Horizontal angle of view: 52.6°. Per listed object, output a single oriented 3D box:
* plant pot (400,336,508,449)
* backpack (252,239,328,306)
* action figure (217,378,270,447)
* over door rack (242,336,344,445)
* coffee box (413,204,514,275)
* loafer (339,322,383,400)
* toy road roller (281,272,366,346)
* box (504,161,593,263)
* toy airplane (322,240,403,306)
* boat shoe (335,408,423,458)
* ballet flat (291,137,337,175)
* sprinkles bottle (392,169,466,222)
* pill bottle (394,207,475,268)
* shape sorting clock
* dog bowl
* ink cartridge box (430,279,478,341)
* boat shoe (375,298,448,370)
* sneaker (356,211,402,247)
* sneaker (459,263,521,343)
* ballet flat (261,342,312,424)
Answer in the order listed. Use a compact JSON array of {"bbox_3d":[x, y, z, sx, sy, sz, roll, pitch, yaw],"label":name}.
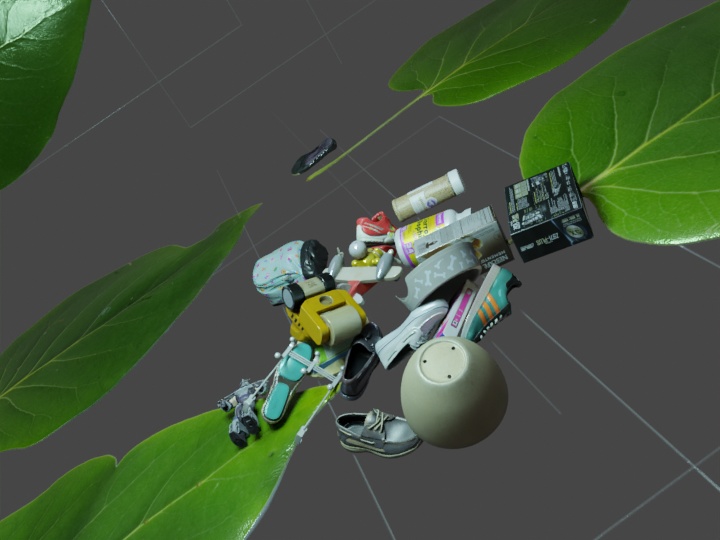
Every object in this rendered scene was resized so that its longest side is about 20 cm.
[{"bbox_3d":[0.158,0.196,1.302,0.197,0.135,0.202,-9,51,11],"label":"plant pot"},{"bbox_3d":[-0.192,0.006,1.987,0.198,0.127,0.168,-24,34,22],"label":"backpack"},{"bbox_3d":[-0.266,0.309,1.682,0.129,0.070,0.201,-34,26,9],"label":"action figure"},{"bbox_3d":[-0.138,0.250,1.570,0.146,0.067,0.201,28,56,10],"label":"over door rack"},{"bbox_3d":[0.234,-0.046,1.660,0.198,0.115,0.080,-24,29,14],"label":"coffee box"},{"bbox_3d":[0.004,0.186,1.584,0.071,0.063,0.201,8,48,16],"label":"loafer"},{"bbox_3d":[-0.090,0.113,1.649,0.122,0.147,0.200,-19,47,-33],"label":"toy road roller"},{"bbox_3d":[0.417,-0.132,1.631,0.162,0.087,0.201,-21,32,20],"label":"box"},{"bbox_3d":[0.000,0.000,1.754,0.197,0.143,0.199,-19,20,3],"label":"toy airplane"},{"bbox_3d":[0.031,0.307,1.387,0.198,0.074,0.075,-11,37,34],"label":"boat shoe"},{"bbox_3d":[-0.166,-0.405,2.646,0.199,0.057,0.067,-36,57,6],"label":"ballet flat"},{"bbox_3d":[0.186,-0.202,1.976,0.198,0.069,0.069,-25,31,16],"label":"sprinkles bottle"},{"bbox_3d":[0.189,-0.083,1.765,0.198,0.105,0.105,-20,32,22],"label":"pill bottle"},{"bbox_3d":[-0.065,0.168,1.715,0.197,0.039,0.202,-17,41,15],"label":"shape sorting clock"},{"bbox_3d":[0.171,0.023,1.548,0.199,0.200,0.059,-34,71,0],"label":"dog bowl"},{"bbox_3d":[0.183,0.118,1.506,0.201,0.037,0.095,-62,2,-37],"label":"ink cartridge box"},{"bbox_3d":[0.117,0.140,1.535,0.200,0.073,0.067,-43,53,30],"label":"boat shoe"},{"bbox_3d":[0.068,-0.108,1.861,0.076,0.086,0.198,-13,-6,43],"label":"sneaker"},{"bbox_3d":[0.263,0.088,1.479,0.079,0.071,0.202,26,79,10],"label":"sneaker"},{"bbox_3d":[-0.170,0.256,1.651,0.201,0.067,0.067,-60,-5,-26],"label":"ballet flat"}]
